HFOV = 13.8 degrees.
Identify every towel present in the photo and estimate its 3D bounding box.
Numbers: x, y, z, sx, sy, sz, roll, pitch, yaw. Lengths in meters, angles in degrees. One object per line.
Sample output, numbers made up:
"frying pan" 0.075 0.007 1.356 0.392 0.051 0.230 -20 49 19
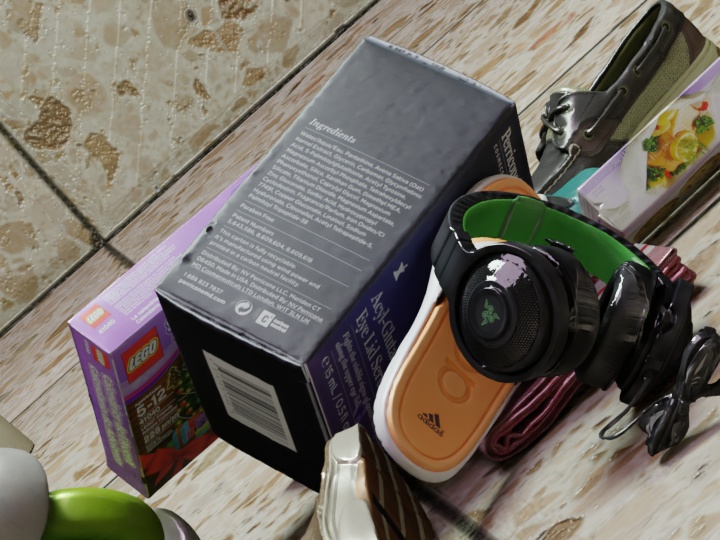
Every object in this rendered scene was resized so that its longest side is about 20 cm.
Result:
"towel" 0.100 0.041 1.599 0.144 0.023 0.200 -44 8 -5

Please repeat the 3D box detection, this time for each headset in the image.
"headset" 0.110 0.014 1.397 0.094 0.123 0.200 -65 30 26

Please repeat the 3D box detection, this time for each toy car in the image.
"toy car" -0.187 0.204 1.668 0.200 0.175 0.150 -35 46 29

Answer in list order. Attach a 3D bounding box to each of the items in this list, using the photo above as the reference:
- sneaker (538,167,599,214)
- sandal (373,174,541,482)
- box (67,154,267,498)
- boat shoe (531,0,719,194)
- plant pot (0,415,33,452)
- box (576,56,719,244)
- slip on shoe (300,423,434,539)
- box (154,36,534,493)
"sneaker" 0.067 -0.002 1.732 0.200 0.080 0.071 -42 9 -7
"sandal" 0.072 0.024 1.505 0.059 0.079 0.207 -35 21 43
"box" -0.072 0.020 1.690 0.200 0.039 0.137 -41 -33 -24
"boat shoe" 0.144 -0.091 1.875 0.201 0.066 0.072 -44 11 -17
"plant pot" -0.430 0.145 2.672 0.187 0.200 0.187 -40 10 9
"box" 0.206 -0.092 1.681 0.200 0.039 0.041 -42 -19 -8
"slip on shoe" -0.004 0.135 1.437 0.061 0.076 0.200 -33 18 9
"box" 0.000 0.000 1.615 0.200 0.104 0.148 -52 -30 -22
